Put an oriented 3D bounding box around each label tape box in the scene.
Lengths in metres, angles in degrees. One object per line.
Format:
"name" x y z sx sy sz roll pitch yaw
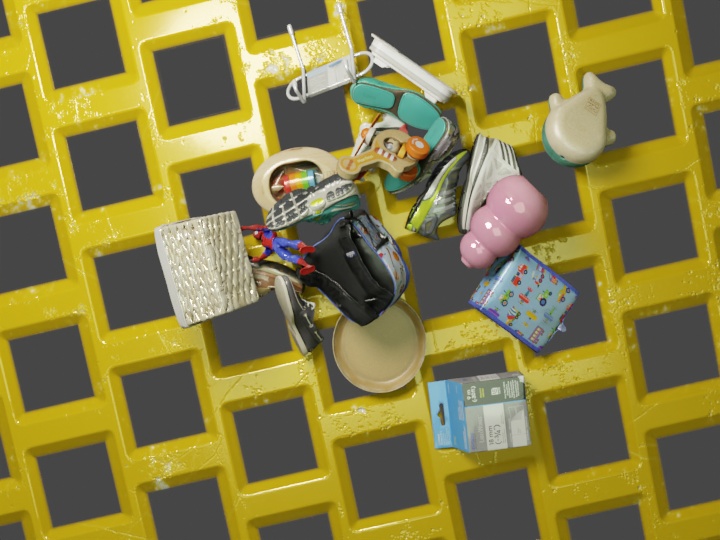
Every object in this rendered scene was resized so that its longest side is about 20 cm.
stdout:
"label tape box" 0.245 0.296 1.628 0.194 0.063 0.148 -7 93 1

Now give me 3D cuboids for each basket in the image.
"basket" -0.292 -0.006 1.523 0.121 0.135 0.205 -12 95 29

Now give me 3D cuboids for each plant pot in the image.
"plant pot" 0.039 0.150 1.640 0.194 0.027 0.206 0 94 1

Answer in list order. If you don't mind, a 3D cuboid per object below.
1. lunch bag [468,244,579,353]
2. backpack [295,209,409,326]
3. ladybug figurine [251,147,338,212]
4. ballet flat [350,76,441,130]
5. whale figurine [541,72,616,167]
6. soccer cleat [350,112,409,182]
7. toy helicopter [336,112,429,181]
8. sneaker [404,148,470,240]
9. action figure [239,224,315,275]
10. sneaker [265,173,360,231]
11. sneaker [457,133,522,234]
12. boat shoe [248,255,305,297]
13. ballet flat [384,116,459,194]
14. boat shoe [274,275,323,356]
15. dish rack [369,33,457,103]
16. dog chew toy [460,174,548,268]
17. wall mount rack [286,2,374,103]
"lunch bag" 0.346 0.064 1.607 0.198 0.094 0.152 35 91 -11
"backpack" 0.000 0.000 1.552 0.192 0.153 0.200 53 129 8
"ladybug figurine" -0.121 -0.178 1.598 0.194 0.072 0.140 -7 94 1
"ballet flat" 0.075 -0.342 1.578 0.195 0.071 0.068 18 120 -6
"whale figurine" 0.439 -0.298 1.583 0.157 0.104 0.203 31 69 -2
"soccer cleat" 0.013 -0.246 1.577 0.199 0.069 0.085 -41 81 -20
"toy helicopter" 0.027 -0.224 1.494 0.198 0.079 0.133 -26 68 -37
"sneaker" 0.170 -0.154 1.604 0.080 0.074 0.202 30 100 -10
"action figure" -0.179 -0.045 1.550 0.097 0.199 0.067 -9 112 -32
"sneaker" -0.092 -0.114 1.534 0.196 0.080 0.079 -18 48 12
"sneaker" 0.265 -0.165 1.591 0.112 0.076 0.206 14 91 2
"boat shoe" -0.209 0.016 1.617 0.195 0.076 0.076 17 99 8
"ballet flat" 0.130 -0.220 1.582 0.072 0.072 0.200 43 123 -1
"boat shoe" -0.121 0.082 1.587 0.062 0.073 0.203 -26 129 -15
"dish rack" 0.099 -0.386 1.537 0.198 0.172 0.044 34 104 -2
"dog chew toy" 0.272 -0.086 1.539 0.124 0.125 0.201 41 104 -2
"wall mount rack" -0.075 -0.429 1.572 0.196 0.075 0.177 -17 56 16
